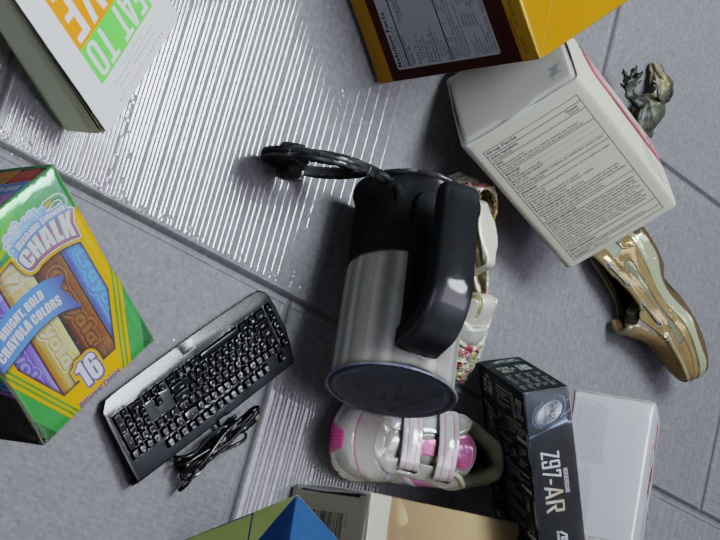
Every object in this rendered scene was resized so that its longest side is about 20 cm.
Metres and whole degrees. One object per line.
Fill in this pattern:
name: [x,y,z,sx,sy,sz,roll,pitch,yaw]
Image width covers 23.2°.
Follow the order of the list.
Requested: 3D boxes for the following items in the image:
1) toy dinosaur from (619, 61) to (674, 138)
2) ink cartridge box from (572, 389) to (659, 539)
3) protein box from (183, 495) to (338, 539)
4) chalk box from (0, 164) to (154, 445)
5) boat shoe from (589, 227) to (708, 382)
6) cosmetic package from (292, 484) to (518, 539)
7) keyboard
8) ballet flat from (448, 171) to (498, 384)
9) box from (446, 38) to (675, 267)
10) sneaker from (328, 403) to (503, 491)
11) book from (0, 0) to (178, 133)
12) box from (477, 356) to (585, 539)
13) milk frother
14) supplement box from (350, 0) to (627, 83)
toy dinosaur: [0.281,-0.157,1.846,0.088,0.047,0.201,50,60,-39]
ink cartridge box: [0.244,0.237,1.753,0.176,0.083,0.202,50,50,-72]
protein box: [-0.058,0.330,1.388,0.200,0.134,0.199,51,28,-31]
chalk box: [-0.265,0.005,1.249,0.124,0.124,0.201,-44,120,-35]
boat shoe: [0.296,0.045,1.849,0.076,0.072,0.201,-39,109,-21]
cosmetic package: [0.038,0.241,1.559,0.199,0.105,0.072,18,76,-44]
keyboard: [-0.119,0.104,1.451,0.200,0.039,0.105,-37,114,-37]
ballet flat: [0.098,0.007,1.648,0.075,0.064,0.202,-1,91,-43]
box: [0.191,-0.121,1.669,0.200,0.127,0.109,46,22,-37]
sneaker: [0.056,0.156,1.587,0.199,0.088,0.082,9,83,-44]
book: [-0.220,-0.221,1.318,0.134,0.048,0.201,-61,141,-29]
box: [0.156,0.173,1.619,0.043,0.200,0.162,-7,95,-7]
milk frother: [0.000,0.000,1.500,0.198,0.181,0.190,9,64,-1]
supplement box: [0.122,-0.276,1.580,0.197,0.199,0.134,-36,112,-39]
